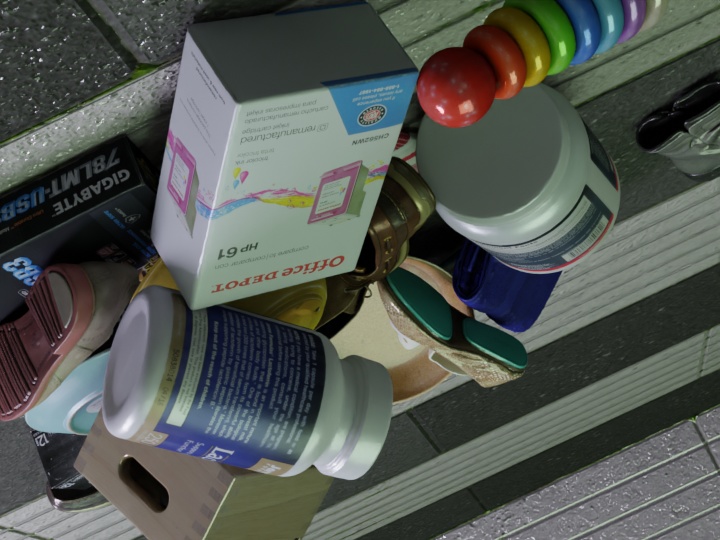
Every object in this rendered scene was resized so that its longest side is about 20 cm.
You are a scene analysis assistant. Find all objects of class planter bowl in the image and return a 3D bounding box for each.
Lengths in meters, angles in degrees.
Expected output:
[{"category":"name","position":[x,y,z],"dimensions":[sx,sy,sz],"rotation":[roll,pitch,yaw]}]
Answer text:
[{"category":"planter bowl","position":[-0.089,0.026,1.195],"dimensions":[0.200,0.084,0.201],"rotation":[-36,158,-17]}]

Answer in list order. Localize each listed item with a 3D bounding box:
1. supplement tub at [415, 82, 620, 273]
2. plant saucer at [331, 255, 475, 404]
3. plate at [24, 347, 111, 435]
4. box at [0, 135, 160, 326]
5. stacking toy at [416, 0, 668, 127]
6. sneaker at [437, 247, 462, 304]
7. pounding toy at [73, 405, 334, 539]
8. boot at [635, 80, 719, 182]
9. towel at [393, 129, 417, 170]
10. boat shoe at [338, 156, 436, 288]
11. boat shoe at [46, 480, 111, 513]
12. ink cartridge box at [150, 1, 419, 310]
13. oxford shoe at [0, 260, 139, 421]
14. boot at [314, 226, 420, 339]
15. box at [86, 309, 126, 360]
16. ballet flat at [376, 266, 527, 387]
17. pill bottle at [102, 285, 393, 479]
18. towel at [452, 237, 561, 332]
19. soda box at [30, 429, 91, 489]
[{"category":"supplement tub","position":[0.136,-0.081,1.234],"dimensions":[0.140,0.141,0.200],"rotation":[-29,160,14]},{"category":"plant saucer","position":[0.017,0.055,1.495],"dimensions":[0.199,0.036,0.201],"rotation":[-4,127,-5]},{"category":"plate","position":[-0.210,0.110,1.344],"dimensions":[0.199,0.026,0.200],"rotation":[-23,162,-8]},{"category":"box","position":[-0.229,-0.010,1.131],"dimensions":[0.198,0.050,0.200],"rotation":[-27,160,3]},{"category":"stacking toy","position":[0.121,-0.161,1.013],"dimensions":[0.200,0.085,0.085],"rotation":[-37,166,-22]},{"category":"sneaker","position":[0.090,0.042,1.561],"dimensions":[0.076,0.081,0.200],"rotation":[-34,168,-43]},{"category":"pounding toy","position":[-0.150,0.178,1.307],"dimensions":[0.184,0.200,0.143],"rotation":[6,116,-56]},{"category":"boot","position":[0.381,-0.160,1.446],"dimensions":[0.200,0.068,0.130],"rotation":[-34,153,22]},{"category":"towel","position":[-0.021,-0.077,1.239],"dimensions":[0.144,0.023,0.200],"rotation":[-35,158,26]},{"category":"boat shoe","position":[0.001,-0.028,1.214],"dimensions":[0.068,0.072,0.200],"rotation":[-42,175,-22]},{"category":"boat shoe","position":[-0.260,0.201,1.626],"dimensions":[0.199,0.075,0.073],"rotation":[-26,153,-22]},{"category":"ink cartridge box","position":[-0.058,-0.078,1.026],"dimensions":[0.144,0.085,0.200],"rotation":[-14,144,-29]},{"category":"oxford shoe","position":[-0.232,0.058,1.129],"dimensions":[0.075,0.071,0.200],"rotation":[-13,161,-42]},{"category":"boot","position":[0.000,0.000,1.372],"dimensions":[0.200,0.076,0.073],"rotation":[-41,140,23]},{"category":"box","position":[-0.202,0.065,1.350],"dimensions":[0.199,0.050,0.158],"rotation":[-20,160,-16]},{"category":"ballet flat","position":[0.078,0.065,1.449],"dimensions":[0.200,0.071,0.065],"rotation":[33,128,-24]},{"category":"pill bottle","position":[-0.084,0.090,1.095],"dimensions":[0.199,0.116,0.116],"rotation":[17,143,-22]},{"category":"towel","position":[0.158,-0.020,1.487],"dimensions":[0.148,0.049,0.200],"rotation":[-62,154,-1]},{"category":"soda box","position":[-0.239,0.153,1.504],"dimensions":[0.200,0.071,0.063],"rotation":[-31,161,18]}]
